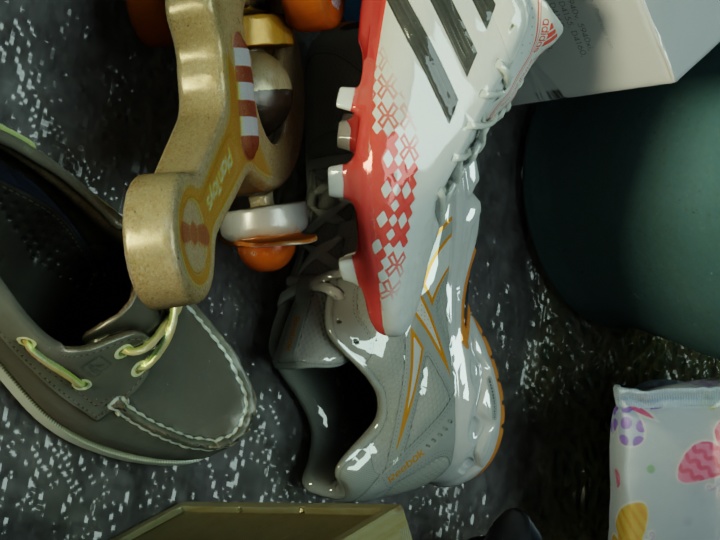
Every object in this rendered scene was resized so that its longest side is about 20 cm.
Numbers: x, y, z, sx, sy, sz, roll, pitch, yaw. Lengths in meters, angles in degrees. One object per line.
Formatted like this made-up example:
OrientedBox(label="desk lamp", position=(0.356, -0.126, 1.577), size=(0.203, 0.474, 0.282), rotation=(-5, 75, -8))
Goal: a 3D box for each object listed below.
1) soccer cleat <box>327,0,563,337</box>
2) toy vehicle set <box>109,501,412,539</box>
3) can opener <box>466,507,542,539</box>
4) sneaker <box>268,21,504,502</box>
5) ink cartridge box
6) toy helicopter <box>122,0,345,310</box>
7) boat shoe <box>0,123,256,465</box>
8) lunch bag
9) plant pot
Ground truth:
OrientedBox(label="soccer cleat", position=(0.034, -0.074, 0.888), size=(0.069, 0.084, 0.202), rotation=(15, 79, -86))
OrientedBox(label="toy vehicle set", position=(-0.089, 0.131, 0.806), size=(0.199, 0.124, 0.027), rotation=(-25, 104, -43))
OrientedBox(label="can opener", position=(0.036, 0.199, 0.969), size=(0.079, 0.063, 0.201), rotation=(52, 50, -50))
OrientedBox(label="sneaker", position=(0.000, 0.000, 0.945), size=(0.092, 0.075, 0.202), rotation=(-16, 98, -40))
OrientedBox(label="ink cartridge box", position=(0.102, -0.125, 0.964), size=(0.116, 0.199, 0.067), rotation=(-41, 115, -38))
OrientedBox(label="toy helicopter", position=(-0.052, -0.041, 0.855), size=(0.200, 0.078, 0.133), rotation=(-72, 155, -57))
OrientedBox(label="boat shoe", position=(-0.104, 0.012, 0.845), size=(0.202, 0.060, 0.073), rotation=(41, 60, -35))
OrientedBox(label="lunch bag", position=(0.174, 0.135, 1.071), size=(0.200, 0.126, 0.171), rotation=(3, 86, -73))
OrientedBox(label="plant pot", position=(0.184, -0.045, 1.050), size=(0.199, 0.187, 0.202), rotation=(4, 85, -44))
